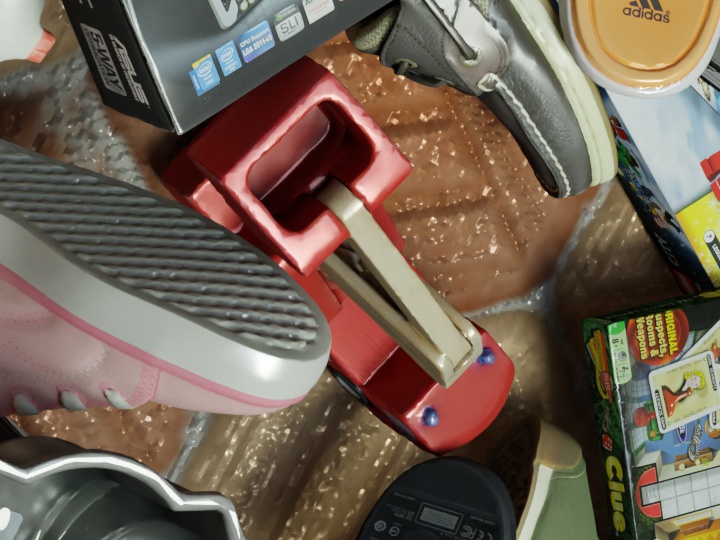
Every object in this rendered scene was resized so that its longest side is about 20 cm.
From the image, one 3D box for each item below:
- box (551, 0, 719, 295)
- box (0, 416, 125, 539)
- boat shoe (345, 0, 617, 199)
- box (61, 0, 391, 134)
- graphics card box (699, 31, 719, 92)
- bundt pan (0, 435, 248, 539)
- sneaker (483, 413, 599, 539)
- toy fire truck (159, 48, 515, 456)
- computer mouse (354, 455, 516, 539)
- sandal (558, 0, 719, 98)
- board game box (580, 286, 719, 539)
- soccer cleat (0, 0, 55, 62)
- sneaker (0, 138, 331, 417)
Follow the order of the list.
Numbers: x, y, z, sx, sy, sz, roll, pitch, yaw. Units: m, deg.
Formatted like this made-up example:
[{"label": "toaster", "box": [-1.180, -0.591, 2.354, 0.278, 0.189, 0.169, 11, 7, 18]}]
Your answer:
[{"label": "box", "box": [0.141, -0.097, 0.999, 0.136, 0.038, 0.200, -40, 122, -12]}, {"label": "box", "box": [-0.139, 0.165, 0.894, 0.200, 0.106, 0.122, -49, 122, -5]}, {"label": "boat shoe", "box": [0.021, -0.099, 0.917, 0.065, 0.073, 0.200, -36, 116, -4]}, {"label": "box", "box": [-0.015, -0.160, 0.798, 0.200, 0.050, 0.158, -33, 120, -24]}, {"label": "graphics card box", "box": [0.205, -0.092, 0.984, 0.200, 0.051, 0.126, 32, 91, -33]}, {"label": "bundt pan", "box": [-0.112, 0.136, 0.791, 0.201, 0.076, 0.203, -8, 109, -23]}, {"label": "sneaker", "box": [0.067, 0.151, 0.960, 0.090, 0.201, 0.067, 33, 135, -13]}, {"label": "toy fire truck", "box": [0.000, 0.000, 0.892, 0.049, 0.141, 0.200, -46, 123, -7]}, {"label": "computer mouse", "box": [0.002, 0.153, 0.907, 0.201, 0.058, 0.034, -63, 156, -23]}, {"label": "sandal", "box": [0.113, -0.162, 0.897, 0.079, 0.059, 0.208, 8, 76, -9]}, {"label": "board game box", "box": [0.144, 0.107, 1.009, 0.104, 0.023, 0.201, -13, 98, -29]}, {"label": "soccer cleat", "box": [-0.100, -0.158, 0.824, 0.077, 0.069, 0.201, 21, 99, -30]}, {"label": "sneaker", "box": [-0.106, 0.023, 0.829, 0.075, 0.199, 0.105, -31, 140, -62]}]
